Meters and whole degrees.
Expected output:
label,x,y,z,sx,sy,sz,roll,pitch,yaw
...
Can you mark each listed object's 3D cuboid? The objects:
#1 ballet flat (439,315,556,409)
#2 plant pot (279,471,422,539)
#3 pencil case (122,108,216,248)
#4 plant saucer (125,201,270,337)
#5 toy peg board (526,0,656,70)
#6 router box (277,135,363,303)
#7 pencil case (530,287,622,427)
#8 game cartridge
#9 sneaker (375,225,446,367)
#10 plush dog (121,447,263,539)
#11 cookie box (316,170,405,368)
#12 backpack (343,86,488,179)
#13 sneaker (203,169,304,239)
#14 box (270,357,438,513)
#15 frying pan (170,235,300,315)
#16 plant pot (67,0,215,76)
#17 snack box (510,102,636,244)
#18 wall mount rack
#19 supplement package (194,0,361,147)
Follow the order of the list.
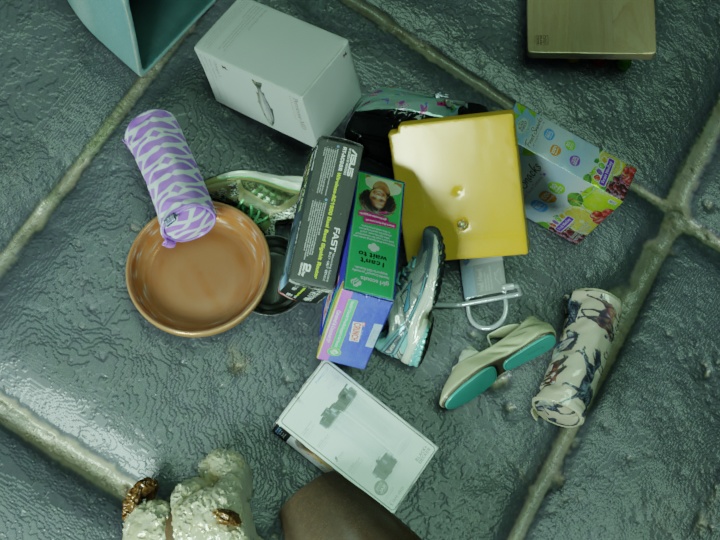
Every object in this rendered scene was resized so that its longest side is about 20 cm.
label,x,y,z,sx,sy,sz,roll,pitch,yaw
ballet flat,0.185,0.125,1.555,0.199,0.070,0.070,-28,80,-12
plant pot,-0.011,0.364,1.389,0.186,0.187,0.200,-31,67,-19
pencil case,-0.263,-0.128,1.501,0.084,0.085,0.201,19,39,-49
plant saucer,-0.220,0.001,1.498,0.198,0.038,0.202,0,66,1
toy peg board,0.364,-0.414,1.760,0.197,0.098,0.202,1,71,5
router box,-0.056,-0.063,1.457,0.062,0.150,0.202,13,80,-9
pencil case,0.309,0.126,1.573,0.078,0.089,0.201,36,66,-30
game cartridge,0.136,-0.113,1.505,0.174,0.032,0.202,-4,110,14
sneaker,0.065,0.033,1.512,0.085,0.078,0.202,13,105,7
plush dog,-0.217,0.334,1.369,0.170,0.160,0.202,-19,77,7
cookie box,0.000,0.000,1.468,0.074,0.172,0.201,12,52,-8
backpack,0.076,-0.183,1.573,0.198,0.168,0.127,13,27,6
sneaker,-0.140,-0.091,1.550,0.198,0.077,0.090,4,80,-9
box,-0.009,0.227,1.480,0.199,0.060,0.117,37,69,1
frying pan,-0.158,0.027,1.526,0.189,0.031,0.116,-30,78,-8
plant pot,-0.337,-0.444,1.560,0.199,0.196,0.197,34,69,11
snack box,0.274,-0.137,1.599,0.199,0.169,0.068,29,66,-1
wall mount rack,0.143,-0.013,1.586,0.172,0.075,0.202,-11,72,16
supplement package,-0.115,-0.282,1.550,0.199,0.117,0.118,27,66,26
